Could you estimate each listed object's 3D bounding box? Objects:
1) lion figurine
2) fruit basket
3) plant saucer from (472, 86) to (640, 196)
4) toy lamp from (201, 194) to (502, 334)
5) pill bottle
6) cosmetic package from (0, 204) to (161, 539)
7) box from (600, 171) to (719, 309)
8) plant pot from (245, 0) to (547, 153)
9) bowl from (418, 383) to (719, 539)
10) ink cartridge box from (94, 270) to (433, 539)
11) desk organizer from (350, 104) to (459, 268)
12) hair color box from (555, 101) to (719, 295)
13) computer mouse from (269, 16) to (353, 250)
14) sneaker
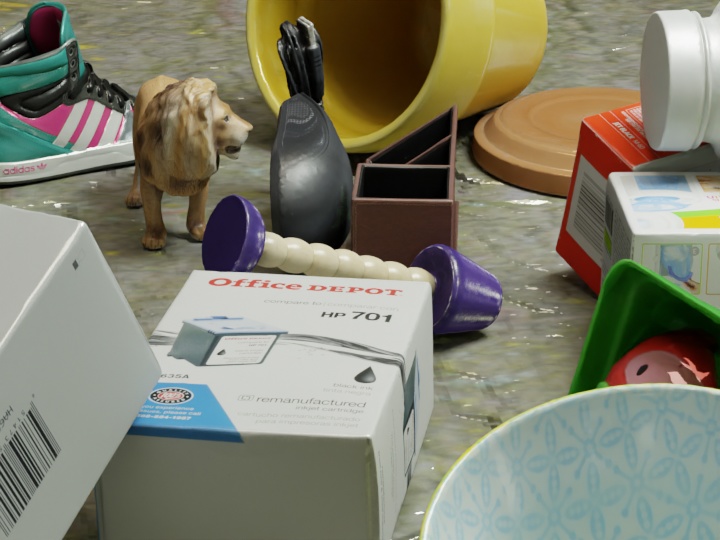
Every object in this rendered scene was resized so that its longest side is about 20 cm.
[{"bbox_3d":[-0.134,-0.094,1.513,0.072,0.124,0.200,-8,23,-18],"label":"lion figurine"},{"bbox_3d":[0.147,0.095,1.056,0.214,0.157,0.216,16,13,-4],"label":"fruit basket"},{"bbox_3d":[0.185,-0.103,1.659,0.198,0.033,0.201,0,23,0],"label":"plant saucer"},{"bbox_3d":[0.000,0.000,1.306,0.199,0.059,0.058,16,12,-33],"label":"toy lamp"},{"bbox_3d":[0.277,-0.117,1.328,0.198,0.113,0.112,-1,22,-4],"label":"pill bottle"},{"bbox_3d":[-0.236,0.070,1.021,0.198,0.123,0.200,14,57,27],"label":"cosmetic package"},{"bbox_3d":[0.252,0.005,1.306,0.198,0.102,0.113,-1,21,-2],"label":"box"},{"bbox_3d":[0.043,-0.190,1.685,0.200,0.203,0.188,18,12,37],"label":"plant pot"},{"bbox_3d":[0.126,0.153,0.918,0.198,0.108,0.201,-4,39,3],"label":"bowl"},{"bbox_3d":[-0.045,0.077,1.153,0.145,0.087,0.200,2,24,10],"label":"ink cartridge box"},{"bbox_3d":[0.031,-0.046,1.457,0.071,0.078,0.200,2,22,3],"label":"desk organizer"},{"bbox_3d":[0.232,-0.064,1.432,0.198,0.112,0.064,-15,44,-26],"label":"hair color box"},{"bbox_3d":[-0.030,-0.074,1.479,0.052,0.140,0.201,-3,32,3],"label":"computer mouse"},{"bbox_3d":[-0.212,-0.144,1.633,0.199,0.122,0.083,-16,27,-35],"label":"sneaker"}]
